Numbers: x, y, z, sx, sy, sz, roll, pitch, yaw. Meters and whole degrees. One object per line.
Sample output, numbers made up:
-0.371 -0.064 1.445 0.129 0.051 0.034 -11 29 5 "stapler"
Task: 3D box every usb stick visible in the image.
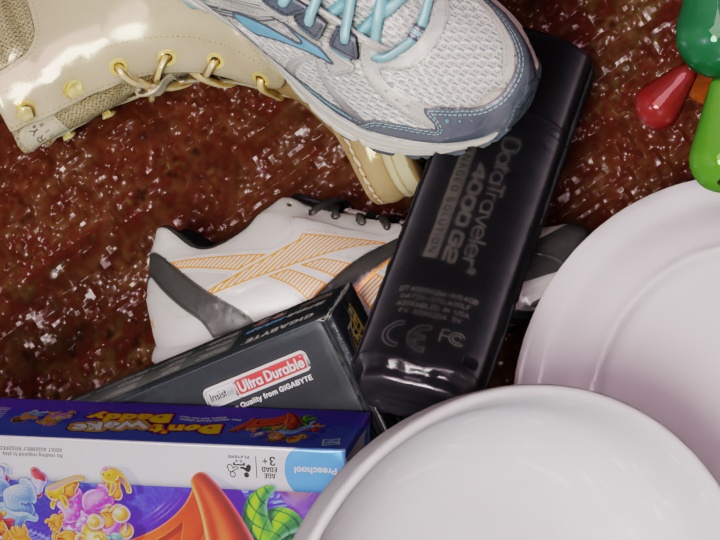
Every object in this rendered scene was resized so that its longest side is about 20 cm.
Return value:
0.047 -0.023 1.061 0.055 0.033 0.201 12 50 11 "usb stick"

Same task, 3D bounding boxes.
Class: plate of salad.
0.156 0.062 1.071 0.199 0.048 0.201 1 82 -9 "plate of salad"

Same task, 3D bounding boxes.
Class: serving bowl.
0.050 0.141 0.990 0.199 0.066 0.201 0 91 -23 "serving bowl"

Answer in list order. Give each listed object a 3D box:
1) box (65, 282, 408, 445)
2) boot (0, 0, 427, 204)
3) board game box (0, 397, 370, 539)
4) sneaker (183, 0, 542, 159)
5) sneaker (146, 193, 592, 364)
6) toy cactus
-0.059 0.115 1.083 0.199 0.046 0.160 -22 100 18 "box"
-0.073 -0.084 1.119 0.155 0.073 0.201 -32 76 4 "boot"
-0.094 0.122 1.044 0.199 0.045 0.135 1 106 13 "board game box"
-0.023 -0.111 1.032 0.199 0.086 0.078 30 85 18 "sneaker"
0.000 0.000 1.103 0.199 0.074 0.081 -11 81 10 "sneaker"
0.154 -0.137 1.047 0.102 0.165 0.201 21 77 54 "toy cactus"
